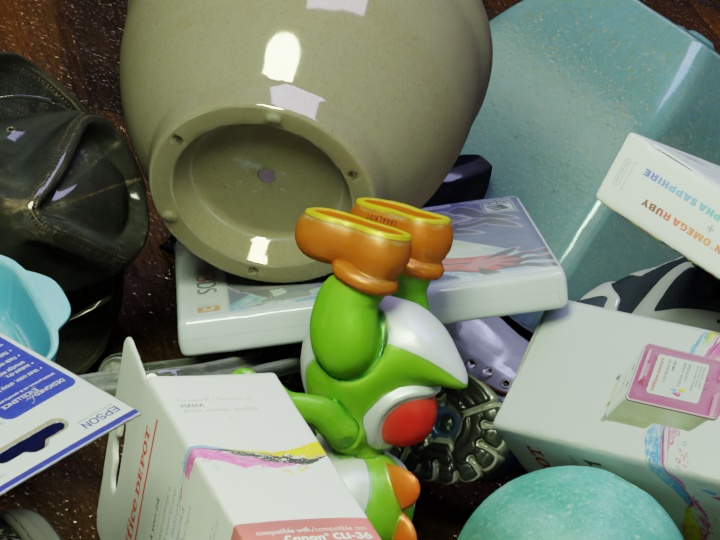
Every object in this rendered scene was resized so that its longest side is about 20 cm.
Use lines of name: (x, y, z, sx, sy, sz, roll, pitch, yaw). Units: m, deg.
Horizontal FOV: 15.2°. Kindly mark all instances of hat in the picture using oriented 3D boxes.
hat: (-0.162, -0.029, 1.382, 0.080, 0.202, 0.200, -10, 0, 35)

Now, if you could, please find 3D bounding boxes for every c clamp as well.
c clamp: (-0.123, 0.055, 1.348, 0.170, 0.027, 0.200, -8, -1, 22)

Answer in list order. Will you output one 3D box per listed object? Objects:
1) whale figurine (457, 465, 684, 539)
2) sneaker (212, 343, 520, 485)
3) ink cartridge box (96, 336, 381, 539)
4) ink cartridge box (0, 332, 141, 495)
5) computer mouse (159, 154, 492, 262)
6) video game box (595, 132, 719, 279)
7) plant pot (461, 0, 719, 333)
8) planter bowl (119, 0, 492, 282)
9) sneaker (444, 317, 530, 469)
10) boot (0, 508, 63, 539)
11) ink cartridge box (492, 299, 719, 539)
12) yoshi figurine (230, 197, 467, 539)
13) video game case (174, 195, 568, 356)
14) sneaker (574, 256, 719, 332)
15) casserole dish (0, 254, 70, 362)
whale figurine: (0.133, 0.157, 1.340, 0.199, 0.104, 0.159, 16, 10, -46)
sneaker: (0.005, 0.070, 1.485, 0.199, 0.079, 0.089, 27, -2, 27)
ink cartridge box: (-0.056, 0.124, 1.202, 0.067, 0.117, 0.200, -1, 31, -24)
ink cartridge box: (-0.194, 0.055, 1.164, 0.199, 0.037, 0.094, 24, 39, 38)
computer mouse: (-0.016, -0.024, 1.591, 0.198, 0.053, 0.139, -12, 8, 0)
video game box: (0.240, 0.001, 1.419, 0.182, 0.047, 0.200, 32, 10, 29)
plant pot: (0.153, -0.064, 1.679, 0.196, 0.201, 0.196, 26, 11, -47)
planter bowl: (-0.039, -0.080, 1.395, 0.199, 0.201, 0.135, 21, 44, -6)
sneaker: (0.062, 0.060, 1.542, 0.199, 0.073, 0.085, 24, 19, -3)
boot: (-0.173, 0.157, 1.083, 0.153, 0.074, 0.204, 7, 20, -31)
ink cartridge box: (0.186, 0.099, 1.365, 0.199, 0.085, 0.145, 14, -25, 36)
yoshi figurine: (-0.019, 0.066, 1.303, 0.112, 0.202, 0.112, 5, 12, -15)
video game case: (0.000, 0.000, 1.436, 0.198, 0.023, 0.182, -7, 14, -3)
sneaker: (0.203, 0.073, 1.509, 0.079, 0.129, 0.200, 27, 36, -46)
casserole dish: (-0.230, 0.048, 1.244, 0.199, 0.039, 0.121, -14, 35, -17)
